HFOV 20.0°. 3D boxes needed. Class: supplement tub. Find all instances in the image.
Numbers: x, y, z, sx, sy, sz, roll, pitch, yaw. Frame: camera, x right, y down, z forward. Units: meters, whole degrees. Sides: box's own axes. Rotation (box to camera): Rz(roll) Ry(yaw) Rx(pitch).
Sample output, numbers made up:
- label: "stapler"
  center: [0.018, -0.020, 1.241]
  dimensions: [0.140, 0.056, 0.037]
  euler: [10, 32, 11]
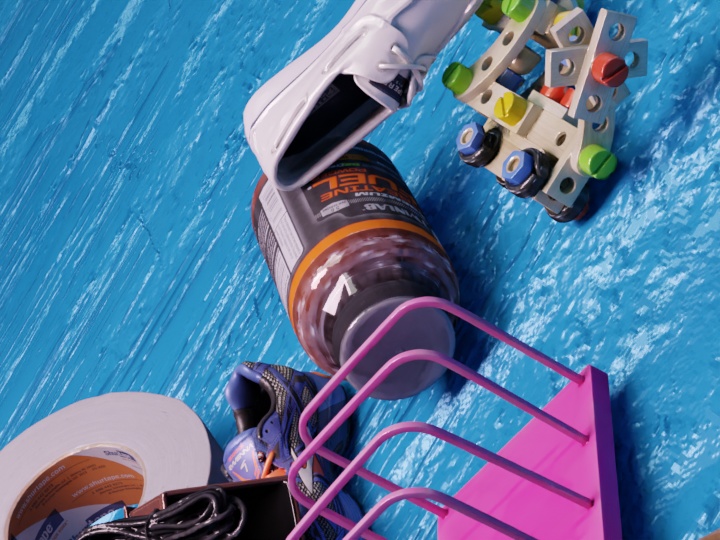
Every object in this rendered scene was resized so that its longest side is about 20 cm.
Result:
- label: "supplement tub"
  center: [0.000, 0.000, 1.270]
  dimensions: [0.107, 0.107, 0.200]
  euler: [-53, 29, 15]

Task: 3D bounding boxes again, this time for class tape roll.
- label: "tape roll"
  center: [-0.174, 0.175, 1.351]
  dimensions: [0.200, 0.066, 0.200]
  euler: [-17, 40, 15]

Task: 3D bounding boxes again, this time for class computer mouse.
- label: "computer mouse"
  center: [-0.124, 0.222, 1.121]
  dimensions: [0.140, 0.046, 0.200]
  euler: [-15, 69, 40]

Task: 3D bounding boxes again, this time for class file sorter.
- label: "file sorter"
  center: [0.038, 0.132, 1.022]
  dimensions: [0.139, 0.125, 0.200]
  euler: [-49, 22, 32]

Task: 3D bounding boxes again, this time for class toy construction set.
- label: "toy construction set"
  center: [0.115, -0.107, 1.205]
  dimensions: [0.131, 0.092, 0.200]
  euler: [-58, 16, 5]

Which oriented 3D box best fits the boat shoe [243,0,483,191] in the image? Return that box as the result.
- label: "boat shoe"
  center: [0.013, -0.124, 1.251]
  dimensions: [0.200, 0.074, 0.065]
  euler: [-45, 42, 22]

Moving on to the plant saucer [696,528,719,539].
- label: "plant saucer"
  center: [0.161, 0.194, 0.895]
  dimensions: [0.200, 0.029, 0.200]
  euler: [-40, 33, 33]

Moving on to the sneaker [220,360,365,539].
- label: "sneaker"
  center: [-0.050, 0.134, 1.254]
  dimensions: [0.075, 0.078, 0.200]
  euler: [-47, 32, 27]

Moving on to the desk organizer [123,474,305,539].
- label: "desk organizer"
  center: [-0.069, 0.215, 1.152]
  dimensions: [0.077, 0.072, 0.200]
  euler: [-33, 58, 37]
